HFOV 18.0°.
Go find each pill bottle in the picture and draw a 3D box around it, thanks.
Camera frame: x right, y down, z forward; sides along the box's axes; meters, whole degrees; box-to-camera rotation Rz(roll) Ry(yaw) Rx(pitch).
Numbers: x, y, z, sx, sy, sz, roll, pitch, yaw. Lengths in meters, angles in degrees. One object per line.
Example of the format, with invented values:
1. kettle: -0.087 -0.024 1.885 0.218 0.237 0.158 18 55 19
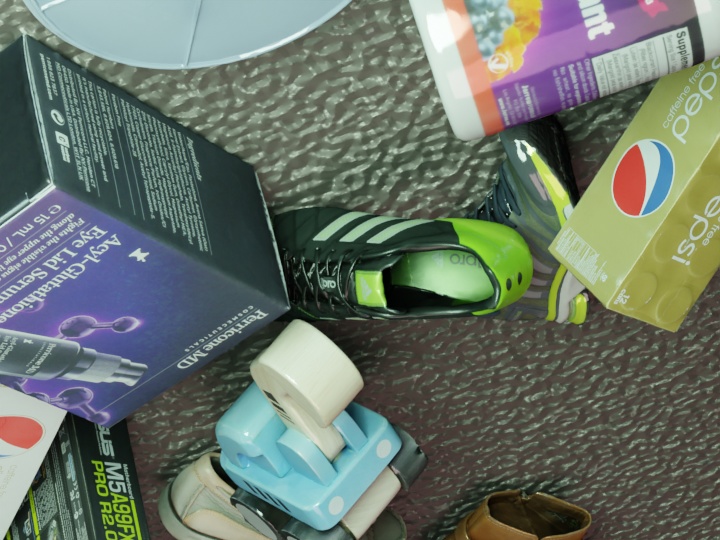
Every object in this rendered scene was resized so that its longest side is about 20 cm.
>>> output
1. pill bottle: 0.126 -0.148 1.156 0.198 0.112 0.112 -19 147 4

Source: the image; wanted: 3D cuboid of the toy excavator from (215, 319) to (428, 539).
1. toy excavator: -0.039 0.096 1.422 0.100 0.194 0.200 -48 126 -16

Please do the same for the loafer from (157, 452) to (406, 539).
1. loafer: -0.044 0.170 1.602 0.199 0.072 0.063 13 131 -32

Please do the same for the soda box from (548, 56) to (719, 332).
1. soda box: 0.195 -0.068 1.280 0.067 0.064 0.201 19 110 -42

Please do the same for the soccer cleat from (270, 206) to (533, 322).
1. soccer cleat: 0.000 0.000 1.315 0.198 0.068 0.081 -2 -168 19

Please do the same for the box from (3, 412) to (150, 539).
1. box: -0.191 0.207 1.469 0.044 0.201 0.160 10 139 -34

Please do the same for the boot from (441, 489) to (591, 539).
1. boot: 0.145 0.231 1.767 0.199 0.074 0.155 2 139 -29

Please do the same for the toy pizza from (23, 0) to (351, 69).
1. toy pizza: -0.075 -0.173 1.109 0.198 0.032 0.201 -12 147 -8

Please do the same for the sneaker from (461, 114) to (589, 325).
1. sneaker: 0.094 -0.022 1.370 0.080 0.074 0.201 -11 145 1

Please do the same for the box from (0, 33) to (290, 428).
1. box: -0.159 -0.015 1.241 0.148 0.105 0.199 -34 143 25

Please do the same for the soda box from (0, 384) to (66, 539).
1. soda box: -0.234 0.095 1.410 0.068 0.064 0.200 2 142 -26
